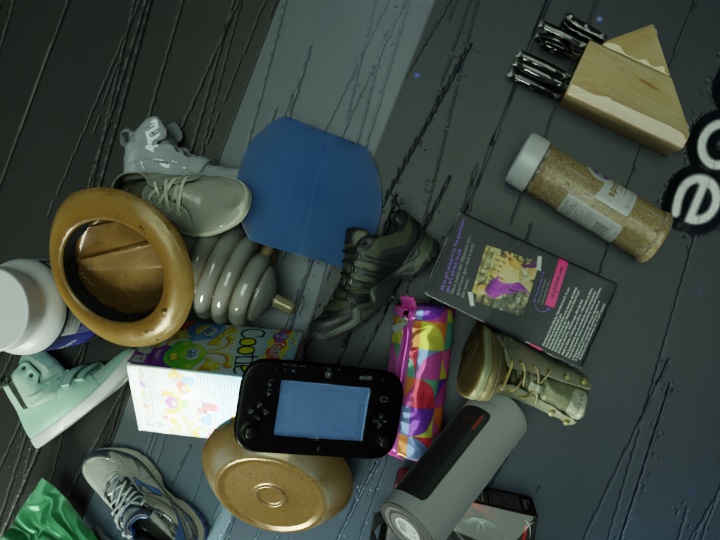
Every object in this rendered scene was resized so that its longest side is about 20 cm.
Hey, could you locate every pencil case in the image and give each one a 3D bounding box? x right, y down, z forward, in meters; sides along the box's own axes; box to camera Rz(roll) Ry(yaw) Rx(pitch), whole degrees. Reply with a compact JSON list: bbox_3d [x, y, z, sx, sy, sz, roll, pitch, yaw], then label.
[{"bbox_3d":[0.068,0.134,0.916,0.086,0.088,0.205,5,91,8],"label":"pencil case"}]

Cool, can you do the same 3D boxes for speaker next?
[{"bbox_3d":[0.114,0.230,0.862,0.081,0.081,0.199,46,58,5],"label":"speaker"}]

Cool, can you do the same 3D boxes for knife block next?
[{"bbox_3d":[0.282,-0.215,0.895,0.172,0.064,0.204,-19,88,8],"label":"knife block"}]

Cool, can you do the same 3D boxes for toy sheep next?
[{"bbox_3d":[-0.169,0.002,0.929,0.196,0.138,0.140,23,93,6],"label":"toy sheep"}]

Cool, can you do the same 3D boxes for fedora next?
[{"bbox_3d":[-0.264,-0.011,0.848,0.196,0.082,0.205,7,111,19],"label":"fedora"}]

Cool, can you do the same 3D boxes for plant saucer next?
[{"bbox_3d":[-0.107,0.266,0.910,0.195,0.036,0.204,5,126,7],"label":"plant saucer"}]

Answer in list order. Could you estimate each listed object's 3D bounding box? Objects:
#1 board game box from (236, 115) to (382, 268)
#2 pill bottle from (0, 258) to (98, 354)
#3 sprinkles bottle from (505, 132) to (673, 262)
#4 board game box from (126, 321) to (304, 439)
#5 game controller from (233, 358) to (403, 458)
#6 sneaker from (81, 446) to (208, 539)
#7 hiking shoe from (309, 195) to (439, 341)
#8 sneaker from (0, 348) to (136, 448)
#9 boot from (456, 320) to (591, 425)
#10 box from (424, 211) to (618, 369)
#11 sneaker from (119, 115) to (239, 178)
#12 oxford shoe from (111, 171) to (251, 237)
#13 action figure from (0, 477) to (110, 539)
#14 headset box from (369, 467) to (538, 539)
[{"bbox_3d":[-0.067,-0.097,0.935,0.196,0.039,0.162,16,82,-25],"label":"board game box"},{"bbox_3d":[-0.402,0.043,0.923,0.113,0.200,0.119,0,90,8],"label":"pill bottle"},{"bbox_3d":[0.276,-0.089,0.894,0.198,0.068,0.069,32,94,6],"label":"sprinkles bottle"},{"bbox_3d":[-0.175,0.139,0.925,0.195,0.104,0.107,5,119,8],"label":"board game box"},{"bbox_3d":[-0.046,0.159,0.843,0.196,0.042,0.107,8,103,-20],"label":"game controller"},{"bbox_3d":[-0.291,0.306,0.967,0.198,0.085,0.078,34,95,7],"label":"sneaker"},{"bbox_3d":[0.000,0.000,0.914,0.199,0.076,0.101,-41,96,-14],"label":"hiking shoe"},{"bbox_3d":[-0.393,0.137,0.983,0.199,0.074,0.119,-35,92,9],"label":"sneaker"},{"bbox_3d":[0.190,0.126,0.842,0.152,0.200,0.073,27,100,5],"label":"boot"},{"bbox_3d":[0.186,0.020,0.879,0.197,0.122,0.108,26,94,7],"label":"box"},{"bbox_3d":[-0.228,-0.144,0.960,0.195,0.075,0.118,-7,92,11],"label":"sneaker"},{"bbox_3d":[-0.220,-0.084,0.878,0.196,0.058,0.077,6,75,24],"label":"oxford shoe"},{"bbox_3d":[-0.378,0.384,0.996,0.198,0.055,0.119,35,93,-1],"label":"action figure"},{"bbox_3d":[0.108,0.345,0.916,0.195,0.077,0.152,11,92,6],"label":"headset box"}]
